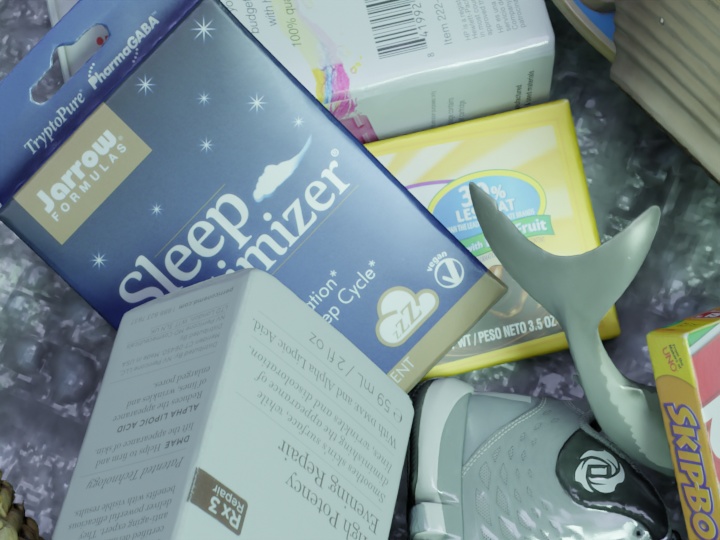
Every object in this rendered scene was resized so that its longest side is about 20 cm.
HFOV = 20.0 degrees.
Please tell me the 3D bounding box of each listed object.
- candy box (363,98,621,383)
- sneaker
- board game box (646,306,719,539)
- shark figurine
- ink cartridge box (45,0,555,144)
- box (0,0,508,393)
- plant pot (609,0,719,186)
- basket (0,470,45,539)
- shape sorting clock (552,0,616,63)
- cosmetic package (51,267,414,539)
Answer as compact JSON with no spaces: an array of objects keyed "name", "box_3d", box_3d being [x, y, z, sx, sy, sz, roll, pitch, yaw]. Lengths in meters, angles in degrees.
[{"name":"candy box","box_3d":[0.000,0.000,0.842,0.198,0.026,0.103,-13,88,-3]},{"name":"sneaker","box_3d":[0.073,0.137,0.779,0.115,0.075,0.201,2,68,0]},{"name":"board game box","box_3d":[0.166,0.108,0.748,0.095,0.030,0.202,-17,100,-32]},{"name":"shark figurine","box_3d":[0.118,0.046,0.797,0.089,0.213,0.129,22,95,53]},{"name":"ink cartridge box","box_3d":[-0.032,-0.117,0.872,0.198,0.085,0.146,-13,69,-4]},{"name":"box","box_3d":[-0.054,-0.020,0.800,0.200,0.032,0.121,44,93,-8]},{"name":"plant pot","box_3d":[0.159,-0.071,0.752,0.093,0.201,0.201,-46,73,9]},{"name":"basket","box_3d":[-0.180,0.187,0.750,0.199,0.143,0.150,-33,106,-3]},{"name":"shape sorting clock","box_3d":[0.149,-0.156,0.873,0.199,0.039,0.201,14,60,-25]},{"name":"cosmetic package","box_3d":[-0.051,0.111,0.698,0.074,0.102,0.201,-19,45,36]}]
